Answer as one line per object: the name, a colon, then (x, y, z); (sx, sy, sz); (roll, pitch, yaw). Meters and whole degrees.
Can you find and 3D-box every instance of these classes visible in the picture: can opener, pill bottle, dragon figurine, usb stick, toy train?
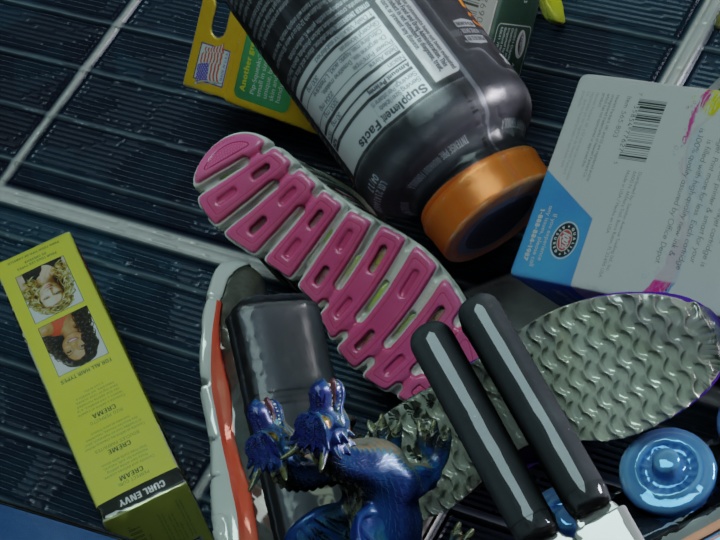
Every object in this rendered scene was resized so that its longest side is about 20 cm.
can opener: (0.083, 0.097, 0.970); (0.053, 0.067, 0.200); (-30, 69, 2)
pill bottle: (0.020, -0.101, 1.156); (0.106, 0.106, 0.200); (-32, 71, -9)
dragon figurine: (0.003, 0.131, 1.000); (0.059, 0.200, 0.099); (5, 25, 41)
usb stick: (-0.024, 0.106, 1.065); (0.033, 0.055, 0.200); (-33, 63, 46)
toy train: (0.164, 0.134, 1.018); (0.200, 0.087, 0.114); (-28, 55, -6)

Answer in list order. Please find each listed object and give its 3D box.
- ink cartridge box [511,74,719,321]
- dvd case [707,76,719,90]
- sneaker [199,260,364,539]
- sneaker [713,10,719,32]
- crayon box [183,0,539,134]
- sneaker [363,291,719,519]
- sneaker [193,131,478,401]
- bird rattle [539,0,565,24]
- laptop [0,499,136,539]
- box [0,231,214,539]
ink cartridge box: (0.187, -0.023, 1.067); (0.200, 0.068, 0.115); (12, 78, 40)
dvd case: (0.226, -0.049, 1.161); (0.200, 0.025, 0.150); (-43, 47, -18)
sneaker: (-0.039, 0.084, 1.139); (0.082, 0.077, 0.200); (-7, 60, 0)
sneaker: (0.252, -0.175, 1.188); (0.077, 0.089, 0.200); (18, 30, 24)
crayon box: (0.000, -0.140, 1.262); (0.200, 0.052, 0.126); (21, 103, 30)
sneaker: (0.097, 0.055, 1.075); (0.200, 0.100, 0.070); (-25, 89, 29)
sneaker: (0.000, 0.000, 1.186); (0.200, 0.087, 0.074); (40, 98, 16)
bird rattle: (0.028, -0.186, 1.314); (0.200, 0.113, 0.163); (13, 75, 28)
laptop: (-0.172, 0.228, 1.025); (0.187, 0.116, 0.200); (12, 57, 27)
box: (-0.138, 0.074, 1.169); (0.050, 0.075, 0.200); (-26, 48, -7)
